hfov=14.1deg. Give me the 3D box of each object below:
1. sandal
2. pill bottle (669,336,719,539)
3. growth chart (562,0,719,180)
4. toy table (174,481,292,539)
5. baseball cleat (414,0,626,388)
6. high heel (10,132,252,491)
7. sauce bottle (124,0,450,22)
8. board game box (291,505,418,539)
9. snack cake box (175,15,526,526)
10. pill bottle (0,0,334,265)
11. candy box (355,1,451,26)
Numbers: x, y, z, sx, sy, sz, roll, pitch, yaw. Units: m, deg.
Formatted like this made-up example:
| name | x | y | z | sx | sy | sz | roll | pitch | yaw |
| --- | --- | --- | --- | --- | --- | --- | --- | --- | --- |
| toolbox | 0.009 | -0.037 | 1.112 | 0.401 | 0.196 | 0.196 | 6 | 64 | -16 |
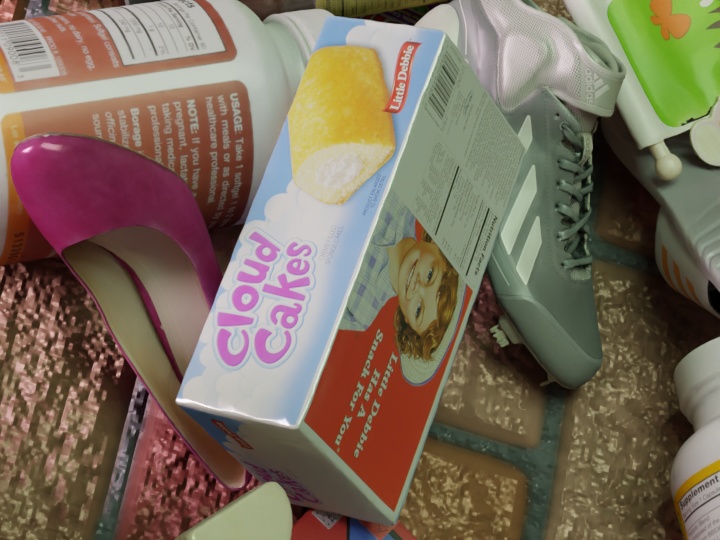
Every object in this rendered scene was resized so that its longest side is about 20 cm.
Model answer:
| name | x | y | z | sx | sy | sz | roll | pitch | yaw |
| --- | --- | --- | --- | --- | --- | --- | --- | --- | --- |
| sandal | 0.182 | -0.020 | 1.464 | 0.079 | 0.060 | 0.207 | -9 | 33 | -16 |
| pill bottle | 0.207 | 0.131 | 1.376 | 0.104 | 0.104 | 0.201 | -2 | 62 | -20 |
| growth chart | 0.191 | -0.145 | 1.477 | 0.200 | 0.018 | 0.145 | -36 | 91 | -23 |
| toy table | -0.081 | 0.183 | 1.216 | 0.200 | 0.184 | 0.118 | -32 | 91 | -43 |
| baseball cleat | 0.093 | -0.047 | 1.419 | 0.201 | 0.106 | 0.070 | 66 | 23 | 3 |
| high heel | -0.097 | 0.019 | 1.304 | 0.067 | 0.200 | 0.096 | -13 | 56 | 18 |
| sauce bottle | -0.020 | -0.156 | 1.446 | 0.199 | 0.065 | 0.065 | -9 | 64 | -5 |
| board game box | 0.031 | 0.195 | 1.331 | 0.200 | 0.019 | 0.103 | 43 | 58 | 8 |
| snack cake box | 0.000 | 0.000 | 1.330 | 0.067 | 0.115 | 0.201 | 10 | 68 | 28 |
| pill bottle | -0.103 | -0.070 | 1.378 | 0.199 | 0.112 | 0.113 | -10 | 65 | -23 |
| candy box | -0.010 | -0.135 | 1.498 | 0.200 | 0.026 | 0.102 | 37 | 61 | 4 |
